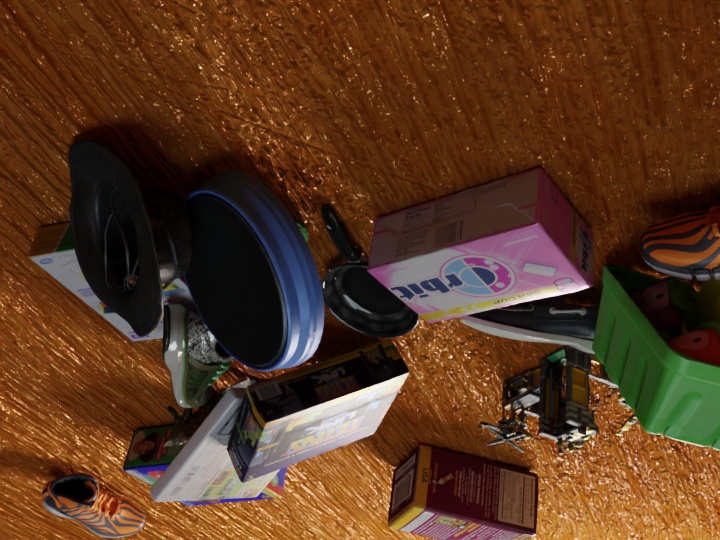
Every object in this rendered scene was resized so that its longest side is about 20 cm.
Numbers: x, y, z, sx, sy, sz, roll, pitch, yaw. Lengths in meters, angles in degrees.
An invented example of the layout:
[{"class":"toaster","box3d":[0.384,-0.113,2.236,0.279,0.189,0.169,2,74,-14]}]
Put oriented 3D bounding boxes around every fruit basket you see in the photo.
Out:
[{"class":"fruit basket","box3d":[0.330,0.041,0.925,0.155,0.216,0.216,15,148,-13]}]

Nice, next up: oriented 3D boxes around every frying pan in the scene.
[{"class":"frying pan","box3d":[-0.011,0.005,1.062,0.115,0.031,0.190,-20,123,41]}]

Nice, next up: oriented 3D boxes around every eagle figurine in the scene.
[{"class":"eagle figurine","box3d":[-0.175,0.214,1.378,0.199,0.151,0.152,-2,-152,-46]}]

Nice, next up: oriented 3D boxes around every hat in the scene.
[{"class":"hat","box3d":[-0.212,-0.041,0.953,0.081,0.201,0.201,-20,164,-33]}]

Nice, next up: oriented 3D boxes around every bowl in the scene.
[{"class":"bowl","box3d":[-0.113,0.005,0.950,0.039,0.201,0.201,-25,167,-35]}]

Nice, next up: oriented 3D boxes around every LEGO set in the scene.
[{"class":"LEGO set","box3d":[0.257,0.185,1.204,0.153,0.116,0.200,27,144,-28]}]

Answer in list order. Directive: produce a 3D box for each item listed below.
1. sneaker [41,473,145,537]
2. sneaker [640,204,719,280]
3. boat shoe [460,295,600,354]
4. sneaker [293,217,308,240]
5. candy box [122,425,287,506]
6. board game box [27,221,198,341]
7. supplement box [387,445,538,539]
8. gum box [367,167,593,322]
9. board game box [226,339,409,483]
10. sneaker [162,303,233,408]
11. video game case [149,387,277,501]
[{"class":"sneaker","box3d":[-0.483,0.433,1.805,0.199,0.078,0.112,21,147,-19]},{"class":"sneaker","box3d":[0.342,-0.057,0.850,0.199,0.078,0.112,-8,138,15]},{"class":"boat shoe","box3d":[0.208,0.051,1.061,0.199,0.061,0.076,11,176,-8]},{"class":"sneaker","box3d":[-0.098,0.008,1.035,0.078,0.086,0.200,7,147,2]},{"class":"candy box","box3d":[-0.244,0.309,1.563,0.199,0.077,0.169,-13,142,29]},{"class":"board game box","box3d":[-0.253,0.012,1.119,0.152,0.040,0.200,-7,145,23]},{"class":"supplement box","box3d":[0.158,0.357,1.519,0.199,0.104,0.131,16,147,-11]},{"class":"gum box","box3d":[0.112,-0.017,0.960,0.199,0.066,0.113,-15,140,33]},{"class":"board game box","box3d":[-0.055,0.174,1.210,0.199,0.057,0.166,-16,150,-27]},{"class":"sneaker","box3d":[-0.178,0.107,1.154,0.088,0.077,0.200,-1,151,-1]},{"class":"video game case","box3d":[-0.152,0.230,1.282,0.182,0.023,0.200,12,124,-48]}]
